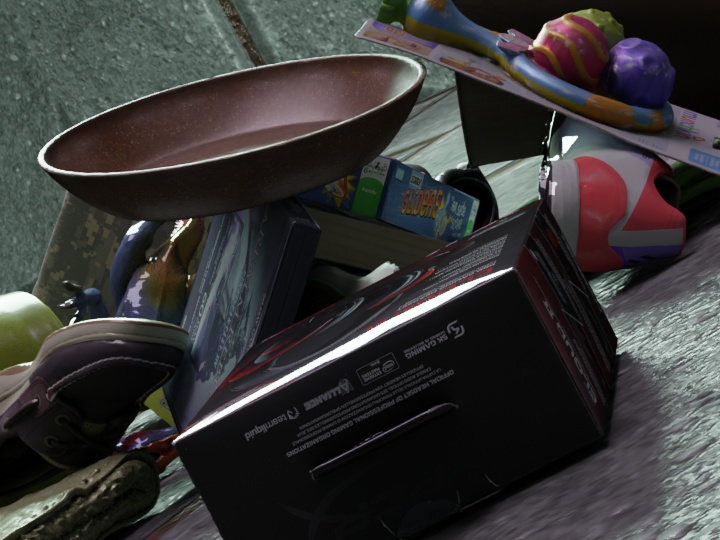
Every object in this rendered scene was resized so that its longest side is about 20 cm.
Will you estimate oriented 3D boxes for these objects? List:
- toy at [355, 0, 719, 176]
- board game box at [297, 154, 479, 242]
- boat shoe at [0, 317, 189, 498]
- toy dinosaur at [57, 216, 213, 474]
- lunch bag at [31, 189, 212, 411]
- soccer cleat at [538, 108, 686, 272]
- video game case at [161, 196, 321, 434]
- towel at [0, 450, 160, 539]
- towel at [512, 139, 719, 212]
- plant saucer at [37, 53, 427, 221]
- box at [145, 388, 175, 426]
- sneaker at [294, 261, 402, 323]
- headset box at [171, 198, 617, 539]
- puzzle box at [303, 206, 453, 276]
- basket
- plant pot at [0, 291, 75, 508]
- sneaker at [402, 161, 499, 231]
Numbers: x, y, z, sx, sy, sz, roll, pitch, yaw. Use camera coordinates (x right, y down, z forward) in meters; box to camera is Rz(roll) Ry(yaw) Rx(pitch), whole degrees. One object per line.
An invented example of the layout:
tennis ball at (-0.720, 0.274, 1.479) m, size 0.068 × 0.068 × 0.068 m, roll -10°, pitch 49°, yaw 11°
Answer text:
toy at (0.105, -0.112, 1.361) m, size 0.115 × 0.199 × 0.047 m, roll -55°, pitch -17°, yaw -70°
board game box at (-0.019, -0.051, 1.524) m, size 0.135 × 0.035 × 0.200 m, roll 15°, pitch -1°, yaw 16°
boat shoe at (-0.154, 0.076, 1.430) m, size 0.072 × 0.065 × 0.200 m, roll 14°, pitch -24°, yaw -33°
toy dinosaur at (-0.113, 0.038, 1.565) m, size 0.200 × 0.105 × 0.182 m, roll 79°, pitch -151°, yaw -79°
lunch bag at (-0.127, -0.008, 1.795) m, size 0.200 × 0.117 × 0.165 m, roll -11°, pitch -56°, yaw -66°
soccer cleat at (0.128, -0.044, 1.356) m, size 0.073 × 0.068 × 0.200 m, roll 5°, pitch 18°, yaw 4°
video game case at (-0.063, 0.022, 1.342) m, size 0.200 × 0.019 × 0.143 m, roll -126°, pitch 52°, yaw -74°
towel at (-0.201, 0.160, 1.364) m, size 0.148 × 0.037 × 0.200 m, roll -26°, pitch 7°, yaw 38°
towel at (0.127, -0.026, 1.484) m, size 0.149 × 0.031 × 0.200 m, roll -32°, pitch 8°, yaw -9°
plant saucer at (-0.061, -0.064, 1.331) m, size 0.200 × 0.037 × 0.200 m, roll -11°, pitch 15°, yaw 3°
box at (-0.070, 0.029, 1.711) m, size 0.075 × 0.050 × 0.200 m, roll -58°, pitch -10°, yaw 31°
sneaker at (-0.017, 0.049, 1.303) m, size 0.089 × 0.077 × 0.200 m, roll -43°, pitch 6°, yaw -16°
headset box at (0.019, 0.049, 1.043) m, size 0.148 × 0.075 × 0.200 m, roll -27°, pitch 5°, yaw 12°
puzzle box at (0.000, 0.000, 1.433) m, size 0.133 × 0.026 × 0.200 m, roll 12°, pitch -7°, yaw -13°
basket at (0.155, -0.139, 1.546) m, size 0.199 × 0.137 × 0.180 m, roll -6°, pitch -13°, yaw 5°
plant pot at (-0.265, 0.099, 1.573) m, size 0.192 × 0.201 × 0.200 m, roll -19°, pitch 0°, yaw -29°
sneaker at (0.052, -0.037, 1.752) m, size 0.099 × 0.071 × 0.200 m, roll -25°, pitch 12°, yaw 19°
